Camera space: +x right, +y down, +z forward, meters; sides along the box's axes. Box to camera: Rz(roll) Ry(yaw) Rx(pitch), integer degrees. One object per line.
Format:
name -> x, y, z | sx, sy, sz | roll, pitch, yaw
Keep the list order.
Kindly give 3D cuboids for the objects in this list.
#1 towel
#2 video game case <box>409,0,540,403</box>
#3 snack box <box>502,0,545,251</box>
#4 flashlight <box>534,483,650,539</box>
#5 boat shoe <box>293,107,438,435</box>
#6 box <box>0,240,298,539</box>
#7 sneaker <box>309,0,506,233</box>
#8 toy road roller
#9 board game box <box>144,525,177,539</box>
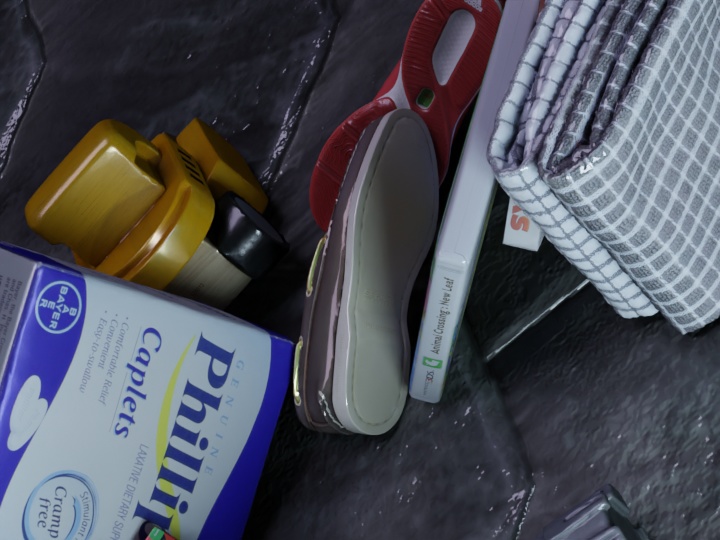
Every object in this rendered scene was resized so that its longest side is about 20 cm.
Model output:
towel -> 0.168, -0.090, 1.281 | 0.085, 0.166, 0.201 | 11, 68, 44
video game case -> 0.067, -0.049, 1.377 | 0.022, 0.182, 0.201 | 14, 63, 3
snack box -> 0.111, -0.115, 1.358 | 0.024, 0.201, 0.072 | 13, 30, 10
flashlight -> 0.064, 0.196, 1.241 | 0.200, 0.068, 0.068 | -37, -2, 15
boat shoe -> 0.000, 0.000, 1.449 | 0.059, 0.072, 0.201 | -4, 74, 45
box -> -0.161, 0.095, 1.421 | 0.105, 0.199, 0.185 | 16, 88, 50
sneaker -> 0.048, -0.106, 1.527 | 0.200, 0.078, 0.116 | -53, -5, 29
toy road roller -> -0.147, -0.041, 1.581 | 0.123, 0.146, 0.200 | -46, 27, 7
board game box -> -0.129, 0.258, 1.368 | 0.201, 0.103, 0.019 | -57, -6, -7
